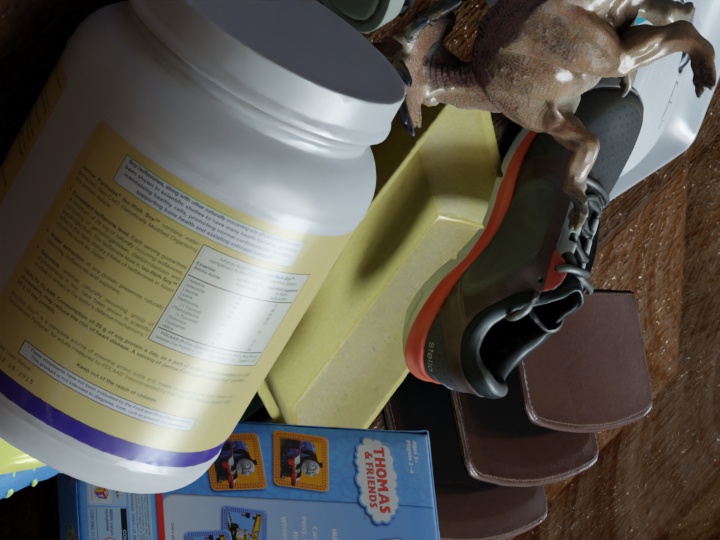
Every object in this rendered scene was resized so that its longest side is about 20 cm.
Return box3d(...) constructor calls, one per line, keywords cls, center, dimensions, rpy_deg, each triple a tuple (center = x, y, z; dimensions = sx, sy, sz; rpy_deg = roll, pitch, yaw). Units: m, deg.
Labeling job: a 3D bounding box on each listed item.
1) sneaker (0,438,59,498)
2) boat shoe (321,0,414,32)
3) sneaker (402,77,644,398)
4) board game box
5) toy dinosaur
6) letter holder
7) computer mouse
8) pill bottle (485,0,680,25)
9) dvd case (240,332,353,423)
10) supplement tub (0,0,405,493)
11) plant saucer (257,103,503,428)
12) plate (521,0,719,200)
box3d(cls="sneaker", center=(-0.178, 0.076, 1.148), dimensions=(0.105, 0.076, 0.199), rpy_deg=(-47, 153, 25))
box3d(cls="boat shoe", center=(0.032, -0.194, 1.109), dimensions=(0.060, 0.072, 0.202), rpy_deg=(-31, 158, -37))
box3d(cls="sneaker", center=(0.108, -0.011, 1.364), dimensions=(0.077, 0.082, 0.201), rpy_deg=(35, 86, -44))
box3d(cls="board game box", center=(-0.053, 0.151, 1.265), dimensions=(0.199, 0.152, 0.037), rpy_deg=(5, 154, -22))
box3d(cls="toy dinosaur", center=(0.082, -0.109, 1.161), dimensions=(0.200, 0.135, 0.086), rpy_deg=(-46, -155, 42))
box3d(cls="letter holder", center=(0.101, 0.090, 1.530), dimensions=(0.100, 0.143, 0.200), rpy_deg=(-14, 172, 27))
box3d(cls="computer mouse", center=(0.173, -0.117, 1.432), dimensions=(0.201, 0.044, 0.110), rpy_deg=(-55, 157, 11))
box3d(cls="pill bottle", center=(0.112, -0.182, 1.216), dimensions=(0.111, 0.111, 0.200), rpy_deg=(-39, 154, -25))
box3d(cls="dvd case", center=(-0.053, 0.120, 1.487), dimensions=(0.146, 0.022, 0.201), rpy_deg=(-38, 155, -27))
box3d(cls="supplement tub", center=(-0.083, -0.023, 1.059), dimensions=(0.201, 0.145, 0.145), rpy_deg=(-58, 156, 19))
box3d(cls="plant saucer", center=(0.000, 0.000, 1.347), dimensions=(0.200, 0.048, 0.200), rpy_deg=(-52, 158, -14))
box3d(cls="plate", center=(0.159, -0.117, 1.501), dimensions=(0.200, 0.032, 0.200), rpy_deg=(-31, 149, -37))
